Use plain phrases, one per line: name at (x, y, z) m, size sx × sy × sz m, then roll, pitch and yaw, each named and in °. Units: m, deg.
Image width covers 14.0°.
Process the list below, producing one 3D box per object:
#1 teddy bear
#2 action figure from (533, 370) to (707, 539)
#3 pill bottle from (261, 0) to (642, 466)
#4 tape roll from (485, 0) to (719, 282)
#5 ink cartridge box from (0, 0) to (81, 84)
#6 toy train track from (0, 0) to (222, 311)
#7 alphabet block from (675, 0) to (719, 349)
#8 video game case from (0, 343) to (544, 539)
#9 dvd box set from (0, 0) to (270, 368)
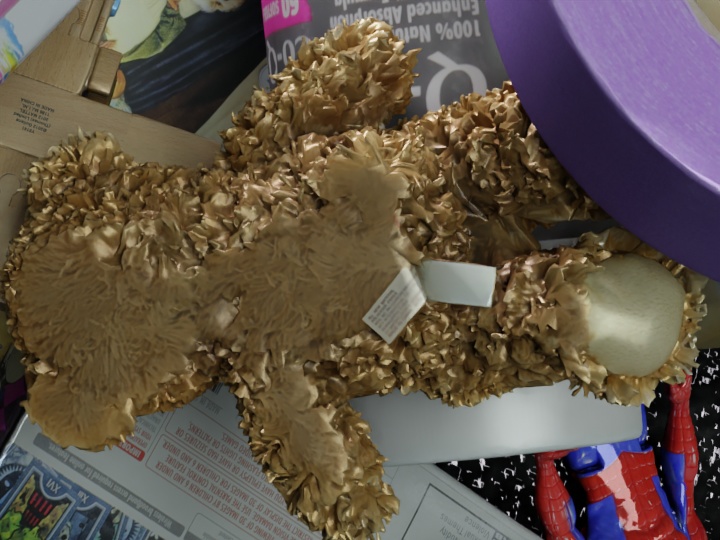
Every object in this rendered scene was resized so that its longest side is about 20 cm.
teddy bear at (0.000, 0.000, 0.835) m, size 0.199 × 0.067 × 0.146 m, roll -26°, pitch 88°, yaw 7°
action figure at (0.080, 0.049, 1.000) m, size 0.065 × 0.052 × 0.201 m, roll -22°, pitch 99°, yaw -25°
pill bottle at (0.031, -0.043, 0.912) m, size 0.116 × 0.116 × 0.202 m, roll -5°, pitch 87°, yaw -21°
tape roll at (0.134, -0.094, 0.785) m, size 0.199 × 0.066 × 0.202 m, roll 2°, pitch 77°, yaw -7°
ink cartridge box at (-0.152, -0.101, 0.840) m, size 0.200 × 0.144 × 0.085 m, roll -46°, pitch 127°, yaw -12°
toy train track at (-0.089, -0.082, 0.910) m, size 0.114 × 0.033 × 0.201 m, roll 19°, pitch 74°, yaw -4°
alphabet block at (0.206, -0.094, 0.948) m, size 0.195 × 0.200 × 0.197 m, roll -6°, pitch 77°, yaw -22°
video game case at (-0.055, 0.116, 0.931) m, size 0.200 × 0.036 × 0.182 m, roll 35°, pitch 77°, yaw -29°
dvd box set at (-0.097, -0.035, 0.939) m, size 0.200 × 0.029 × 0.147 m, roll -39°, pitch 103°, yaw -18°
